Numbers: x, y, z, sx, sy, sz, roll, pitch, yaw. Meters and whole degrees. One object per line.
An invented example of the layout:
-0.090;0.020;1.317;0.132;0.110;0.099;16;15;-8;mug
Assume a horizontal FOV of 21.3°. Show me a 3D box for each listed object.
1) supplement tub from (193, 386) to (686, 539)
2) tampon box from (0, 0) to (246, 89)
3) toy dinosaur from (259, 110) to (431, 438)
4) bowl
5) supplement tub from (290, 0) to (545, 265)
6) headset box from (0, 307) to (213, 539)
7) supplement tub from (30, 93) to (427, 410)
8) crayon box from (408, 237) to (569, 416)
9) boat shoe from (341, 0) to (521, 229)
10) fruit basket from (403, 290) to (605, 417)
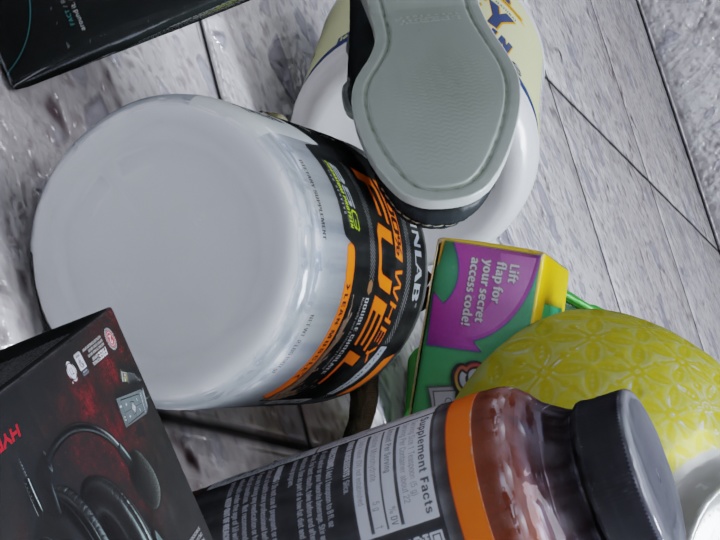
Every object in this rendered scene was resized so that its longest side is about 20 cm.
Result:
0.026;0.112;0.766;0.107;0.199;0.108;-19;90;-74;supplement tub
-0.094;-0.185;0.857;0.200;0.125;0.151;-49;118;-72;tampon box
0.000;0.000;1.009;0.047;0.088;0.201;16;54;-57;toy dinosaur
0.132;0.121;0.859;0.199;0.107;0.202;-4;97;-36;bowl
0.039;-0.107;1.159;0.146;0.144;0.200;63;18;-22;supplement tub
-0.090;0.131;0.592;0.149;0.075;0.201;-46;115;-72;headset box
-0.044;-0.003;0.814;0.200;0.122;0.123;6;64;-71;supplement tub
0.058;0.090;0.963;0.173;0.058;0.202;14;84;-79;crayon box
0.029;-0.079;0.847;0.201;0.075;0.061;-89;-178;-48;boat shoe
0.129;0.106;1.127;0.215;0.156;0.216;31;17;-10;fruit basket
